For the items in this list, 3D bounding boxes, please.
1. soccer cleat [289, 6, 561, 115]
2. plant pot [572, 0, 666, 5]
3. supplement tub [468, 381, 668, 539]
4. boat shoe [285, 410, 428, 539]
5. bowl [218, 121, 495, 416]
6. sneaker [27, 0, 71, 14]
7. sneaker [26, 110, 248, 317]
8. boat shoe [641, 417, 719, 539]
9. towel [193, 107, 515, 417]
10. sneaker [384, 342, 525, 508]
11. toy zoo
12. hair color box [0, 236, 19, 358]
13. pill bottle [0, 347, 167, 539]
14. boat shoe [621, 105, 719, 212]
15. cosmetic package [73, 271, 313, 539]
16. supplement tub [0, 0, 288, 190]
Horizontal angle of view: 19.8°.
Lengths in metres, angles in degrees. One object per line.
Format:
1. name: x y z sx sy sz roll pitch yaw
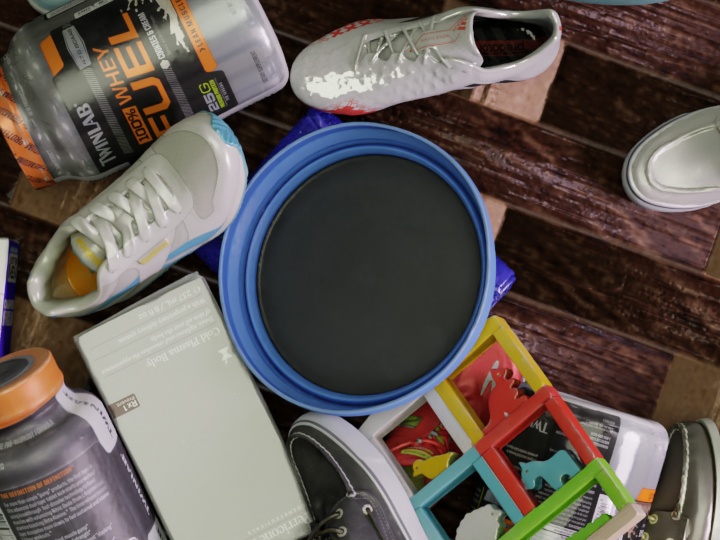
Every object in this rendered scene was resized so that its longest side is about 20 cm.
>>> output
1. soccer cleat: 0.048 -0.155 1.468 0.198 0.085 0.069 -8 82 -11
2. plant pot: 0.181 -0.276 1.441 0.160 0.200 0.202 14 87 -13
3. supplement tub: 0.133 0.188 1.443 0.122 0.123 0.201 17 90 -1
4. boat shoe: 0.000 0.188 1.389 0.066 0.070 0.201 -21 76 -41
5. bowl: 0.000 0.000 1.416 0.199 0.039 0.202 -4 80 20
6. sneaker: -0.195 -0.281 1.456 0.079 0.131 0.201 18 88 -2
7. sneaker: -0.153 -0.031 1.424 0.077 0.081 0.200 51 123 8
8. boat shoe: 0.217 0.204 1.476 0.060 0.072 0.203 8 91 -9
9. towel: -0.008 -0.007 1.475 0.200 0.050 0.148 42 86 10
10. sneaker: 0.051 0.130 1.468 0.077 0.085 0.200 37 87 -1
11. toy zoo: 0.084 0.125 1.395 0.131 0.020 0.201 -40 68 13
12. hair color box: -0.308 0.072 1.472 0.108 0.065 0.202 5 89 -1
13. pill bottle: -0.205 0.154 1.420 0.106 0.106 0.201 -23 110 -3
14. boat shoe: 0.287 -0.091 1.492 0.198 0.070 0.071 -12 88 -2
15. cosmetic package: -0.114 0.115 1.465 0.106 0.090 0.201 -28 86 -6
16. supplement tub: -0.161 -0.143 1.455 0.199 0.123 0.123 -27 89 -2
